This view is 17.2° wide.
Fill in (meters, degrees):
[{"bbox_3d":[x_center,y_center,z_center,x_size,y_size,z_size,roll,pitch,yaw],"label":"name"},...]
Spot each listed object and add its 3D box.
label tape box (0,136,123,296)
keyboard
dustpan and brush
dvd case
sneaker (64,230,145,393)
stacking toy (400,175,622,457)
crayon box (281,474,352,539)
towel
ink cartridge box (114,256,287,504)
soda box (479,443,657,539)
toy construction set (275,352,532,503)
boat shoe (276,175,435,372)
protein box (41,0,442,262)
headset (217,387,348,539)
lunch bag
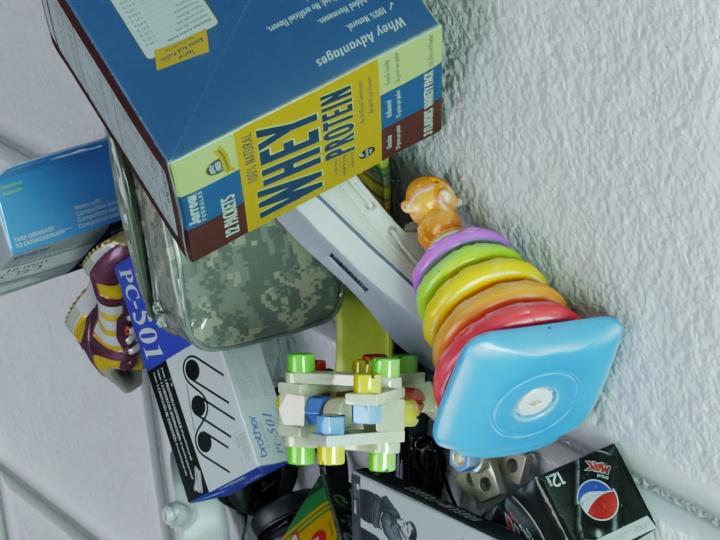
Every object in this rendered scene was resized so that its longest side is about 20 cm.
[{"bbox_3d":[-0.250,-0.047,1.991,0.200,0.143,0.066,-34,77,60],"label":"label tape box"},{"bbox_3d":[0.047,0.150,1.731,0.104,0.039,0.201,-111,17,-57],"label":"keyboard"},{"bbox_3d":[-0.139,0.199,1.950,0.200,0.057,0.140,134,126,-79],"label":"dustpan and brush"},{"bbox_3d":[0.051,0.228,1.596,0.200,0.025,0.151,18,111,58],"label":"dvd case"},{"bbox_3d":[-0.191,0.031,2.023,0.090,0.075,0.200,54,154,13],"label":"sneaker"},{"bbox_3d":[0.073,0.013,1.541,0.110,0.116,0.200,108,146,-43],"label":"stacking toy"},{"bbox_3d":[-0.045,0.271,1.800,0.200,0.051,0.127,-61,24,23],"label":"crayon box"},{"bbox_3d":[0.000,0.000,1.700,0.086,0.018,0.201,-143,46,-58],"label":"towel"},{"bbox_3d":[-0.123,0.070,1.856,0.094,0.044,0.201,-31,73,43],"label":"ink cartridge box"},{"bbox_3d":[0.113,0.184,1.585,0.064,0.071,0.200,63,150,12],"label":"soda box"},{"bbox_3d":[0.023,0.095,1.581,0.131,0.200,0.093,2,78,43],"label":"toy construction set"},{"bbox_3d":[0.028,-0.005,1.617,0.200,0.070,0.071,44,162,-1],"label":"boat shoe"},{"bbox_3d":[-0.080,-0.154,1.554,0.200,0.198,0.135,57,167,23],"label":"protein box"},{"bbox_3d":[-0.059,0.182,1.902,0.124,0.094,0.201,49,129,34],"label":"headset"},{"bbox_3d":[-0.107,-0.050,1.721,0.168,0.139,0.201,-152,50,-64],"label":"lunch bag"}]
